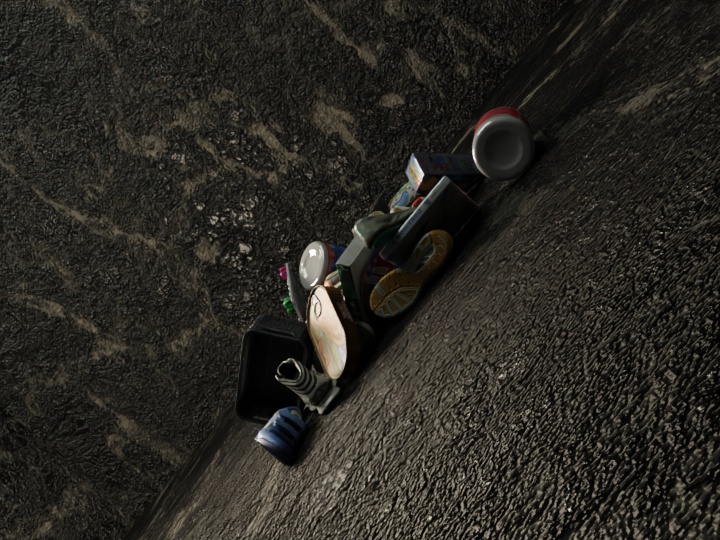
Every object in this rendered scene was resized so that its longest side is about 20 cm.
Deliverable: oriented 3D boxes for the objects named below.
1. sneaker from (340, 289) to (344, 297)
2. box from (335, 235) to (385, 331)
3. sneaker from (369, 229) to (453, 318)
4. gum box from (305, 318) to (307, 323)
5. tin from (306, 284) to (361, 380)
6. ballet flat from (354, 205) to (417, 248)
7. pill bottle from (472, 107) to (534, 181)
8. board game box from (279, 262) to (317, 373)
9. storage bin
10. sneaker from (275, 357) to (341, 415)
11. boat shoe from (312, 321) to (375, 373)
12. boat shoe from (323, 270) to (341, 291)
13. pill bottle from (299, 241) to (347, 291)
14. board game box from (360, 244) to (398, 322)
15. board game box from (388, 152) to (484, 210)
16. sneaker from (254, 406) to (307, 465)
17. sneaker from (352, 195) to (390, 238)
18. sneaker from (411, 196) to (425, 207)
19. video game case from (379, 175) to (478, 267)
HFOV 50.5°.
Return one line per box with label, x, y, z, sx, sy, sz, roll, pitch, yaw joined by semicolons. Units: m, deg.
sneaker;-0.031;0.068;1.533;0.070;0.081;0.204;-23;-55;-56
box;0.017;0.020;1.481;0.145;0.036;0.203;-53;-38;-39
sneaker;0.101;0.010;1.393;0.200;0.076;0.087;-45;-8;17
gum box;-0.059;0.116;1.695;0.067;0.113;0.200;-54;4;4
tin;-0.052;0.116;1.437;0.113;0.041;0.202;-62;38;33
ballet flat;0.065;-0.091;1.397;0.198;0.064;0.068;-19;-35;-47
pill bottle;0.264;-0.240;1.414;0.113;0.112;0.200;-48;5;21
board game box;-0.135;0.109;1.762;0.025;0.203;0.201;-22;25;2
storage bin;-0.174;0.208;1.565;0.094;0.132;0.204;-60;-20;-71
sneaker;-0.103;0.205;1.440;0.076;0.115;0.200;-50;4;-11
boat shoe;-0.046;0.164;1.500;0.199;0.073;0.062;-37;12;46
boat shoe;0.000;0.000;1.590;0.199;0.071;0.063;-36;37;23
pill bottle;-0.032;0.007;1.755;0.111;0.197;0.115;-21;63;51
board game box;0.066;0.006;1.484;0.202;0.038;0.159;-62;-33;-28
board game box;0.150;-0.189;1.700;0.200;0.062;0.198;-42;-29;29
sneaker;-0.140;0.294;1.390;0.082;0.074;0.200;-48;5;-4
sneaker;0.014;-0.056;1.678;0.201;0.104;0.060;-50;4;1
sneaker;0.153;-0.124;1.684;0.071;0.093;0.200;-50;5;-8
video game case;0.133;-0.077;1.425;0.183;0.022;0.199;-50;-24;9
